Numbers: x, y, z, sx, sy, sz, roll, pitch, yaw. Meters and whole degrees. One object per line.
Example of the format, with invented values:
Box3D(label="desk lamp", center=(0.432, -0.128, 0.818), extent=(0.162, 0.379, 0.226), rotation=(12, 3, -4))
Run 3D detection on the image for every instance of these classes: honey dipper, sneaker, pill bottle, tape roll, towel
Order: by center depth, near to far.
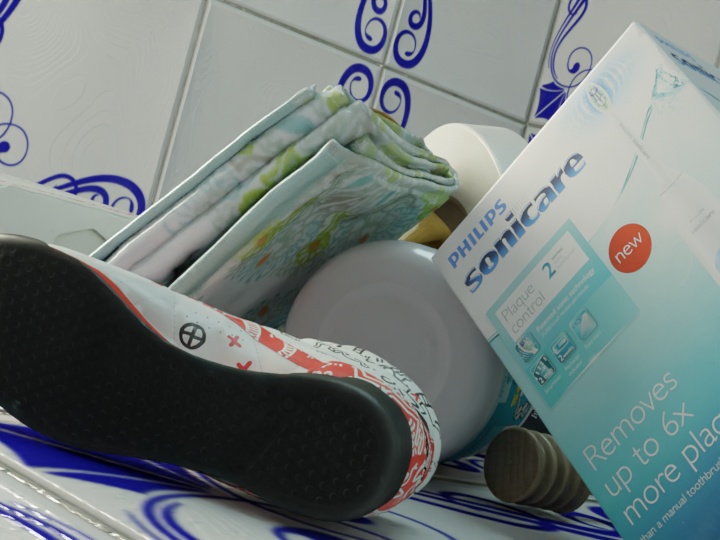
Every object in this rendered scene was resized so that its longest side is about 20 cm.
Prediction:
Box3D(label="sneaker", center=(-0.063, 0.045, 0.619), extent=(0.199, 0.068, 0.108), rotation=(20, 1, 17))
Box3D(label="towel", center=(-0.052, -0.006, 0.765), extent=(0.048, 0.199, 0.171), rotation=(57, 13, 15))
Box3D(label="honey dipper", center=(0.141, 0.116, 0.825), extent=(0.199, 0.038, 0.038), rotation=(18, -1, -44))
Box3D(label="pill bottle", center=(0.037, 0.046, 0.832), extent=(0.110, 0.112, 0.200), rotation=(16, 1, 16))
Box3D(label="tape roll", center=(0.068, 0.006, 1.017), extent=(0.037, 0.205, 0.202), rotation=(3, 5, -23))

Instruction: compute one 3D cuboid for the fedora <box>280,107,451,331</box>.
Box3D(label="fedora", center=(0.000, 0.000, 0.947), extent=(0.081, 0.203, 0.200), rotation=(25, 5, 31))

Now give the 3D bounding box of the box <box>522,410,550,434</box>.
Box3D(label="box", center=(0.147, 0.069, 1.246), extent=(0.194, 0.125, 0.200), rotation=(13, 1, -14))

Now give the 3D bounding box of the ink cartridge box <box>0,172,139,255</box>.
Box3D(label="ink cartridge box", center=(-0.217, -0.014, 0.869), extent=(0.199, 0.089, 0.145), rotation=(14, 0, 40))

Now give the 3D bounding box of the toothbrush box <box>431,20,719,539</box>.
Box3D(label="toothbrush box", center=(0.144, 0.018, 0.667), extent=(0.085, 0.147, 0.201), rotation=(16, 34, -46))
